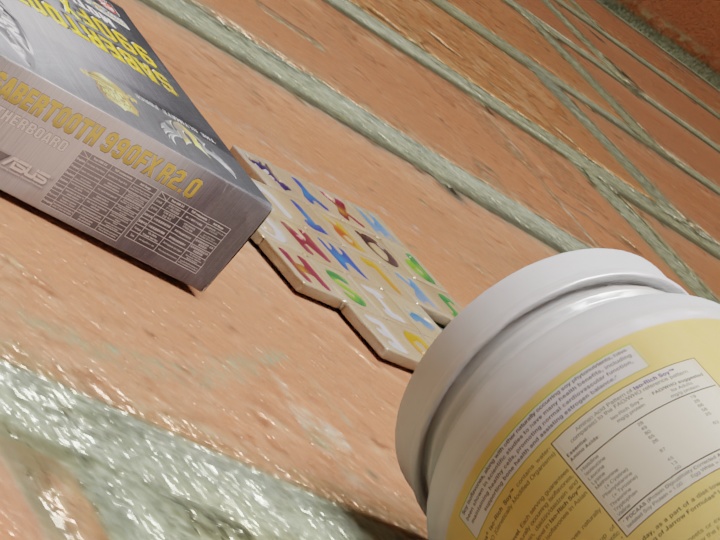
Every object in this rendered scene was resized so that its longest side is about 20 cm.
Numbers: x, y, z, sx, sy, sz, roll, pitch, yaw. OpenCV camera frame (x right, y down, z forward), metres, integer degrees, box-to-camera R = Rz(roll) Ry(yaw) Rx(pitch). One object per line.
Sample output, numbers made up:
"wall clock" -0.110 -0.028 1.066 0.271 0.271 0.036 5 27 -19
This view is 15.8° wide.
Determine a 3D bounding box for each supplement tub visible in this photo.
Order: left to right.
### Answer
"supplement tub" 0.112 0.099 0.889 0.145 0.145 0.200 28 18 -46

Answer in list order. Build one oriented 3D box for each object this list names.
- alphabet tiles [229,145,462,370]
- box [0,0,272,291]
"alphabet tiles" 0.000 0.000 1.240 0.167 0.008 0.200 49 14 33
"box" -0.144 -0.086 1.003 0.200 0.048 0.158 29 16 -43
